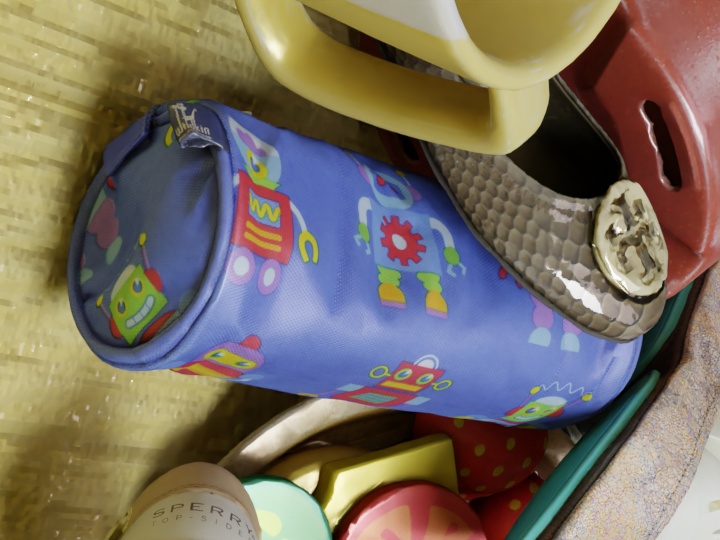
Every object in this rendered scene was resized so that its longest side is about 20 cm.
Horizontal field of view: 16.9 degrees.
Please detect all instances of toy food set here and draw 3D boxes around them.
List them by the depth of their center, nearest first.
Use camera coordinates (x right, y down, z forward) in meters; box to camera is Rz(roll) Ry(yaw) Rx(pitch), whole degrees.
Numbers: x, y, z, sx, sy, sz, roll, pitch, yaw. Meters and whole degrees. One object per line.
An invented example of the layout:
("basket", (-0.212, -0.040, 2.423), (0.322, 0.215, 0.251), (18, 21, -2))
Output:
("toy food set", (0.010, 0.135, 0.845), (0.198, 0.049, 0.200), (-15, 109, -22))

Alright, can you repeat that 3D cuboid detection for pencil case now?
("pencil case", (0.000, 0.000, 0.756), (0.200, 0.078, 0.087), (12, 57, -43))

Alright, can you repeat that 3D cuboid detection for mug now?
("mug", (-0.012, -0.120, 0.632), (0.149, 0.153, 0.187), (-21, 124, -58))

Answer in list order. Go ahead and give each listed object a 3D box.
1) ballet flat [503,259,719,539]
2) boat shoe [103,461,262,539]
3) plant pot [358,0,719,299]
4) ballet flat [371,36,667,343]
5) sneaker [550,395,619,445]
("ballet flat", (0.112, 0.058, 0.836), (0.200, 0.067, 0.068), (-52, 180, -43))
("boat shoe", (-0.064, 0.141, 0.756), (0.069, 0.074, 0.200), (-85, -167, -49))
("plant pot", (0.115, -0.098, 0.865), (0.195, 0.201, 0.201), (-41, 140, -35))
("ballet flat", (0.038, -0.067, 0.745), (0.200, 0.046, 0.067), (56, 32, -1))
("sneaker", (0.069, -0.002, 0.960), (0.085, 0.077, 0.200), (118, -7, -55))
